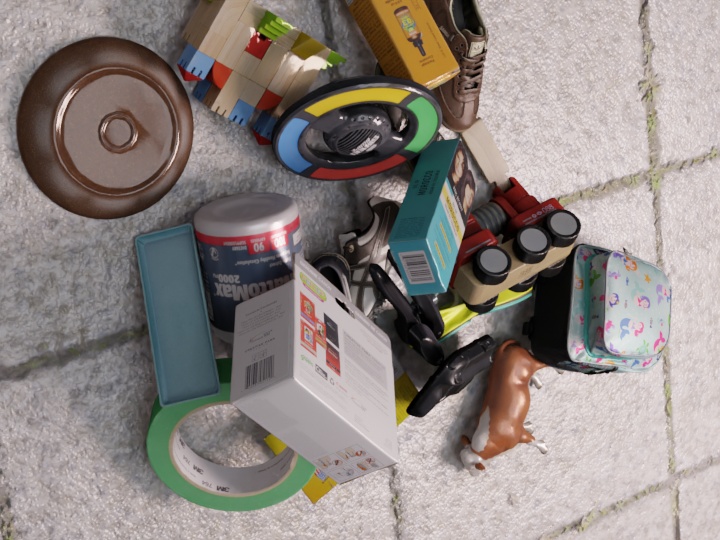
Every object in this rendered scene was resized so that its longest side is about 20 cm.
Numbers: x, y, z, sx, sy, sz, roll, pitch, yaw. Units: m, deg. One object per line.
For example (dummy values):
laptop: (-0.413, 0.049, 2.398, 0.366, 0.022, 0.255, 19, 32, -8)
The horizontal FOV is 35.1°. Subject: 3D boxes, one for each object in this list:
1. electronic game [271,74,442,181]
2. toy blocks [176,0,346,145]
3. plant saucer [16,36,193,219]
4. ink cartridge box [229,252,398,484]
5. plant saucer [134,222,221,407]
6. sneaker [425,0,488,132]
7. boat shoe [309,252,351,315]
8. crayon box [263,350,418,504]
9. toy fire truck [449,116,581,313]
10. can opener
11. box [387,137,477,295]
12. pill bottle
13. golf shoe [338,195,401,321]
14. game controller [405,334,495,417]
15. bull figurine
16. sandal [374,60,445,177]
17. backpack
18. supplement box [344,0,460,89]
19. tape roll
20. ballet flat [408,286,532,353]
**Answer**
electronic game: (-0.004, -0.160, 1.309, 0.199, 0.200, 0.042, 3, 61, -31)
toy blocks: (-0.131, -0.229, 1.281, 0.200, 0.100, 0.137, 25, 101, -41)
plant saucer: (-0.270, -0.152, 1.242, 0.200, 0.037, 0.201, -7, 104, -30)
ink cartridge box: (-0.047, 0.108, 1.252, 0.084, 0.176, 0.200, -25, 133, 24)
plant saucer: (-0.202, 0.049, 1.267, 0.070, 0.019, 0.201, -14, 72, 5)
sneaker: (0.123, -0.269, 1.419, 0.070, 0.075, 0.201, -17, 108, -25)
boat shoe: (-0.042, 0.080, 1.361, 0.072, 0.063, 0.201, 2, 94, 1)
crayon box: (-0.028, 0.181, 1.447, 0.200, 0.051, 0.127, -41, 118, -17)
toy fire truck: (0.166, -0.077, 1.481, 0.176, 0.200, 0.129, -27, 155, -21)
can opener: (0.062, 0.037, 1.380, 0.063, 0.079, 0.200, -42, 139, -12)
box: (0.088, -0.066, 1.346, 0.200, 0.049, 0.082, -69, 145, -46)
pill bottle: (-0.120, 0.021, 1.316, 0.119, 0.120, 0.201, -17, 113, -26)
golf shoe: (0.000, 0.000, 1.422, 0.094, 0.078, 0.200, 31, 87, -8)
game controller: (0.117, 0.134, 1.457, 0.104, 0.200, 0.042, -43, 79, 18)
bull figurine: (0.208, 0.197, 1.581, 0.121, 0.065, 0.201, 11, 96, -34)
sandal: (0.056, -0.181, 1.416, 0.080, 0.057, 0.201, -38, 128, -23)
backpack: (0.346, 0.058, 1.581, 0.200, 0.150, 0.178, 15, 76, -39)
supplement box: (0.035, -0.299, 1.329, 0.066, 0.069, 0.200, -29, 90, -22)
tape roll: (-0.145, 0.193, 1.324, 0.200, 0.048, 0.201, 0, 123, -1)
ballet flat: (0.140, 0.041, 1.511, 0.200, 0.067, 0.067, -25, 93, -22)
